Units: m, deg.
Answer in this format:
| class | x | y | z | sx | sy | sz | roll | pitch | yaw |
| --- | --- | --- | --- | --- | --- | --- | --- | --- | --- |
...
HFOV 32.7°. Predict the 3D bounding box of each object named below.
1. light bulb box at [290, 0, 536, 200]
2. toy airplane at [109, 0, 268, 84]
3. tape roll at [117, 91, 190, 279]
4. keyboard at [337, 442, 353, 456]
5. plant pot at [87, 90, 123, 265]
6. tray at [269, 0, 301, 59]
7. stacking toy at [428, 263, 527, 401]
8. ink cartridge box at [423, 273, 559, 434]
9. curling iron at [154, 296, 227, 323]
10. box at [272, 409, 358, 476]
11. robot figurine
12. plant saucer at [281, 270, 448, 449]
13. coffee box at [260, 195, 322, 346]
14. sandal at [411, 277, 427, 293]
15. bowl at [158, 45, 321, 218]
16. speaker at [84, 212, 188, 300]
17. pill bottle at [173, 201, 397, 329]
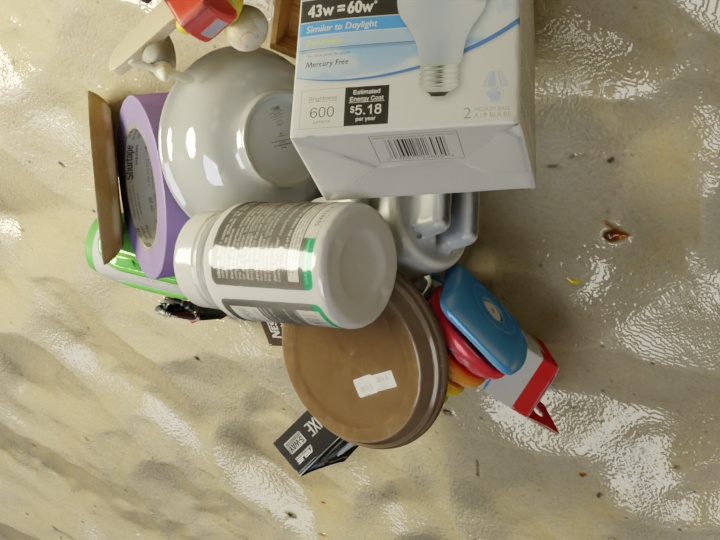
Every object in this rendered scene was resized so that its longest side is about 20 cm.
| class | x | y | z | sx | sy | sz | roll | pitch | yaw |
| --- | --- | --- | --- | --- | --- | --- | --- | --- | --- |
| light bulb box | 0.052 | -0.181 | 1.072 | 0.196 | 0.202 | 0.125 | -3 | 157 | 12 |
| toy airplane | -0.145 | -0.272 | 1.186 | 0.141 | 0.200 | 0.199 | 45 | 151 | -22 |
| tape roll | -0.203 | -0.095 | 1.349 | 0.200 | 0.084 | 0.202 | 171 | 90 | -66 |
| keyboard | 0.048 | 0.152 | 1.400 | 0.011 | 0.199 | 0.056 | 47 | 135 | 12 |
| plant pot | -0.294 | -0.108 | 1.423 | 0.027 | 0.201 | 0.202 | -6 | 131 | -10 |
| tray | 0.009 | -0.235 | 1.223 | 0.198 | 0.037 | 0.099 | 23 | 133 | 12 |
| stacking toy | 0.061 | 0.100 | 1.230 | 0.200 | 0.116 | 0.110 | -41 | 101 | 21 |
| ink cartridge box | 0.141 | 0.087 | 1.328 | 0.199 | 0.116 | 0.068 | 32 | 99 | -7 |
| curling iron | -0.199 | 0.052 | 1.492 | 0.049 | 0.200 | 0.026 | 9 | 86 | 11 |
| box | -0.003 | 0.154 | 1.392 | 0.158 | 0.200 | 0.050 | -44 | 78 | 6 |
| robot figurine | 0.028 | -0.043 | 1.227 | 0.169 | 0.114 | 0.199 | 24 | 152 | -37 |
| plant saucer | -0.004 | 0.083 | 1.202 | 0.198 | 0.029 | 0.202 | 12 | 111 | 33 |
| coffee box | -0.074 | -0.013 | 1.419 | 0.112 | 0.080 | 0.202 | 0 | 125 | 27 |
| sandal | 0.007 | 0.046 | 1.317 | 0.059 | 0.079 | 0.207 | 45 | 141 | 5 |
| bowl | -0.096 | -0.130 | 1.241 | 0.090 | 0.201 | 0.202 | 4 | 131 | 56 |
| speaker | -0.238 | -0.016 | 1.512 | 0.198 | 0.089 | 0.089 | 12 | 131 | 22 |
| pill bottle | -0.074 | -0.008 | 1.145 | 0.198 | 0.113 | 0.114 | 3 | 127 | 39 |
